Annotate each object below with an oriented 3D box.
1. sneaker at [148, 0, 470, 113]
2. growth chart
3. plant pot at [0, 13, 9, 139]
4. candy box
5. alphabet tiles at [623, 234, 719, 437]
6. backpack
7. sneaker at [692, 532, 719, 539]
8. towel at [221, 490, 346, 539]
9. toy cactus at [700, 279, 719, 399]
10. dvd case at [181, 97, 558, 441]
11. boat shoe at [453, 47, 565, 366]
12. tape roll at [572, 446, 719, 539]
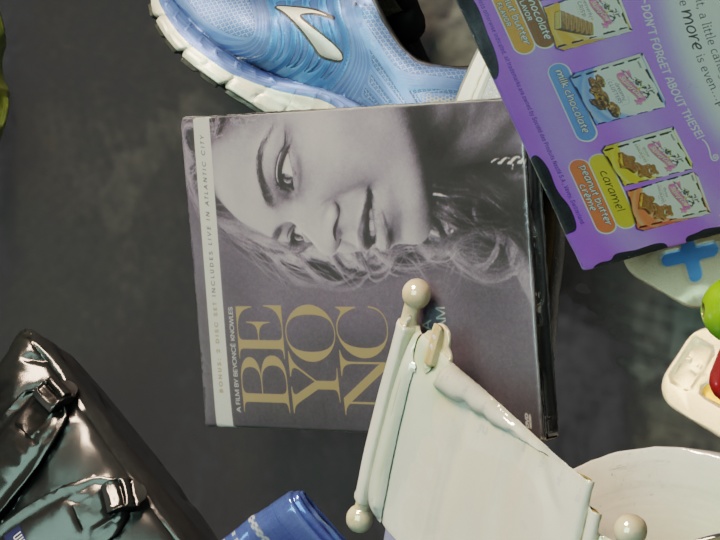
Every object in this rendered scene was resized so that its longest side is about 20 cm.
[{"bbox_3d":[-0.014,-0.106,1.238,0.200,0.079,0.089,31,93,24],"label":"sneaker"},{"bbox_3d":[0.051,0.115,1.091,0.200,0.018,0.145,46,128,45],"label":"growth chart"},{"bbox_3d":[-0.294,-0.104,1.361,0.189,0.200,0.201,-6,80,19],"label":"plant pot"},{"bbox_3d":[0.153,-0.107,1.035,0.199,0.168,0.072,-15,33,19],"label":"candy box"},{"bbox_3d":[0.215,-0.007,1.076,0.195,0.015,0.200,31,85,32],"label":"alphabet tiles"},{"bbox_3d":[-0.177,0.156,1.273,0.200,0.154,0.163,-41,68,0],"label":"backpack"},{"bbox_3d":[0.191,0.126,0.979,0.200,0.081,0.074,-13,77,29],"label":"sneaker"},{"bbox_3d":[-0.054,0.208,1.196,0.200,0.024,0.145,-39,98,17],"label":"towel"},{"bbox_3d":[0.220,-0.025,0.988,0.199,0.102,0.165,-10,112,17],"label":"toy cactus"},{"bbox_3d":[0.000,0.000,1.170,0.200,0.016,0.149,0,96,40],"label":"dvd case"},{"bbox_3d":[0.075,-0.030,1.167,0.065,0.074,0.203,17,97,27],"label":"boat shoe"},{"bbox_3d":[0.141,0.177,1.095,0.202,0.071,0.203,-5,80,32],"label":"tape roll"}]
